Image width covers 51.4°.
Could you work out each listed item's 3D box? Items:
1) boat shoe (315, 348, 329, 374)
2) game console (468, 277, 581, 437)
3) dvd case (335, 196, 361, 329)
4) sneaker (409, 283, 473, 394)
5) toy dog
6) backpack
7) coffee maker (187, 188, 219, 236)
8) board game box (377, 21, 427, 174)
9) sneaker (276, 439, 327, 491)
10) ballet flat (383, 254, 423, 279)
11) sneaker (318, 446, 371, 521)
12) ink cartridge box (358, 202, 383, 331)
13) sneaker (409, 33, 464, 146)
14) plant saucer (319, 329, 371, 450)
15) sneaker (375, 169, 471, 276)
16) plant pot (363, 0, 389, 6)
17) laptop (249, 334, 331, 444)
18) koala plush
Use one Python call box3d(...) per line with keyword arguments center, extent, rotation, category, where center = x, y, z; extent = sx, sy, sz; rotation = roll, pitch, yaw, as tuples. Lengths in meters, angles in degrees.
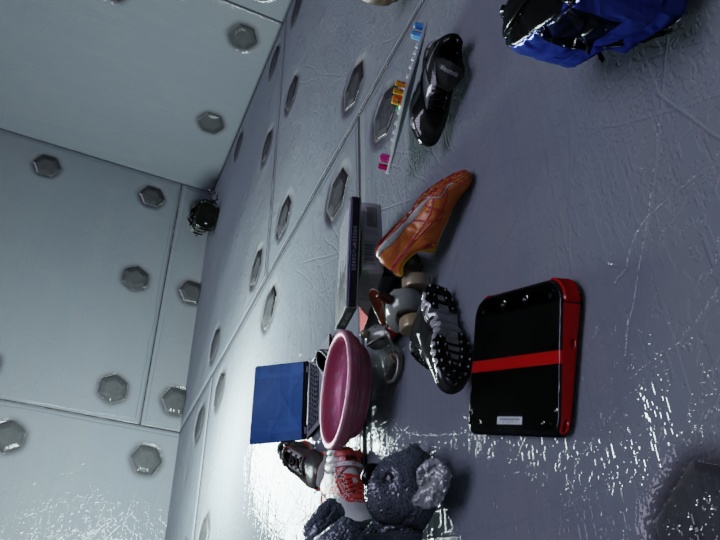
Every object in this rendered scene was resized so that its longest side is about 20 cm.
box3d(center=(-0.050, 0.227, 1.433), extent=(0.074, 0.060, 0.202), rotation=(-60, 26, 31), category="boat shoe")
box3d(center=(0.195, 0.108, 0.907), extent=(0.199, 0.030, 0.182), rotation=(154, 123, -66), category="game console")
box3d(center=(-0.023, -0.010, 1.363), extent=(0.151, 0.024, 0.206), rotation=(116, 158, -70), category="dvd case")
box3d(center=(0.111, 0.115, 1.074), extent=(0.202, 0.065, 0.092), rotation=(-97, 26, -53), category="sneaker")
box3d(center=(0.042, 0.079, 1.234), extent=(0.134, 0.094, 0.202), rotation=(-98, 30, -48), category="toy dog")
box3d(center=(0.252, -0.310, 0.828), extent=(0.199, 0.164, 0.167), rotation=(170, 116, -73), category="backpack")
box3d(center=(-0.756, -0.272, 3.647), extent=(0.194, 0.134, 0.199), rotation=(-56, 16, -16), category="coffee maker")
box3d(center=(0.076, -0.317, 1.372), extent=(0.202, 0.025, 0.204), rotation=(102, -177, -54), category="board game box")
box3d(center=(-0.123, 0.386, 1.493), extent=(0.199, 0.080, 0.079), rotation=(175, 108, -69), category="sneaker")
box3d(center=(0.067, -0.019, 1.322), extent=(0.200, 0.045, 0.069), rotation=(-157, 72, -75), category="ballet flat")
box3d(center=(-0.020, 0.358, 1.254), extent=(0.201, 0.066, 0.111), rotation=(175, 106, -72), category="sneaker")
box3d(center=(0.000, 0.000, 1.417), extent=(0.202, 0.049, 0.164), rotation=(111, 163, -48), category="ink cartridge box")
box3d(center=(0.134, -0.316, 1.277), extent=(0.090, 0.065, 0.206), rotation=(157, 127, -68), category="sneaker")
box3d(center=(-0.025, 0.207, 1.296), extent=(0.200, 0.049, 0.207), rotation=(-171, 90, -77), category="plant saucer")
box3d(center=(0.110, -0.077, 1.192), extent=(0.200, 0.077, 0.073), rotation=(-47, 7, 16), category="sneaker")
box3d(center=(0.055, -0.709, 1.632), extent=(0.199, 0.195, 0.205), rotation=(122, 155, -56), category="plant pot")
box3d(center=(-0.149, 0.255, 1.607), extent=(0.201, 0.113, 0.191), rotation=(127, 150, -47), category="laptop")
box3d(center=(0.045, 0.330, 1.013), extent=(0.203, 0.182, 0.177), rotation=(-57, 5, -12), category="koala plush")
